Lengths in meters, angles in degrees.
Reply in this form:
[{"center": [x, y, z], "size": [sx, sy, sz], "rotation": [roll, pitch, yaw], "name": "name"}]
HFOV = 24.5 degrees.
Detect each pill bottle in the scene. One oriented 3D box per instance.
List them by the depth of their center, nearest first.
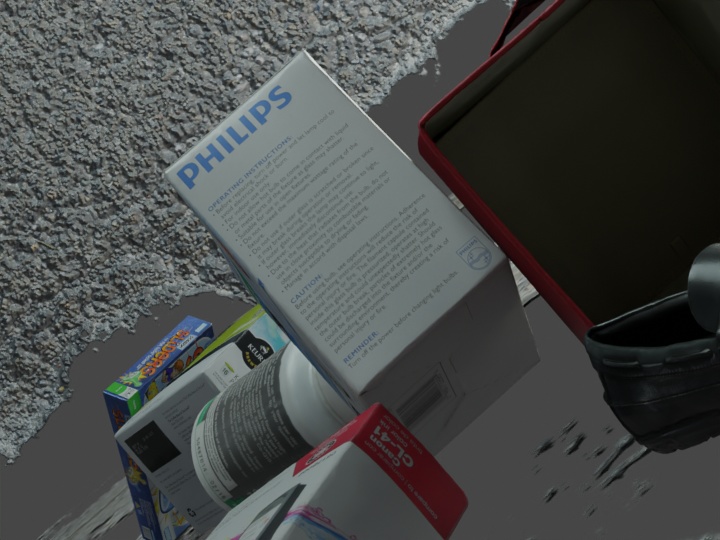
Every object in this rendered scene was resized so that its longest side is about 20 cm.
[{"center": [-0.037, 0.111, 1.289], "size": [0.200, 0.113, 0.113], "rotation": [-37, 6, 44], "name": "pill bottle"}]

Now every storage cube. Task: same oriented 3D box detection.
[{"center": [0.148, -0.065, 0.927], "size": [0.171, 0.200, 0.180], "rotation": [-41, -2, 1], "name": "storage cube"}]

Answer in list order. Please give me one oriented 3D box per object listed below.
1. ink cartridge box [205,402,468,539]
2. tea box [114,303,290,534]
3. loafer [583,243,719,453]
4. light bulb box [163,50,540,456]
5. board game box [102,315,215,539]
[{"center": [-0.045, 0.178, 0.887], "size": [0.147, 0.086, 0.200], "rotation": [-38, 4, 33], "name": "ink cartridge box"}, {"center": [-0.092, 0.118, 1.568], "size": [0.197, 0.134, 0.200], "rotation": [-45, 6, -38], "name": "tea box"}, {"center": [0.168, 0.019, 0.701], "size": [0.068, 0.070, 0.200], "rotation": [-45, 6, -38], "name": "loafer"}, {"center": [0.000, 0.000, 1.081], "size": [0.125, 0.200, 0.198], "rotation": [-41, -24, -6], "name": "light bulb box"}, {"center": [-0.187, 0.165, 1.694], "size": [0.034, 0.201, 0.135], "rotation": [17, 43, 31], "name": "board game box"}]
